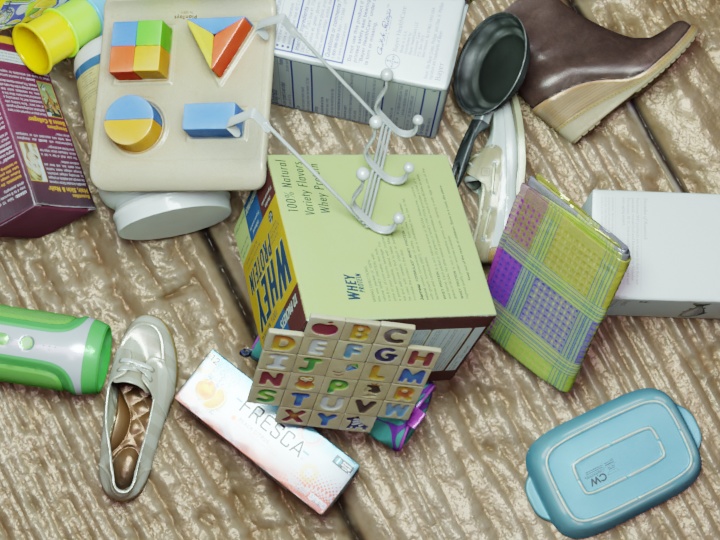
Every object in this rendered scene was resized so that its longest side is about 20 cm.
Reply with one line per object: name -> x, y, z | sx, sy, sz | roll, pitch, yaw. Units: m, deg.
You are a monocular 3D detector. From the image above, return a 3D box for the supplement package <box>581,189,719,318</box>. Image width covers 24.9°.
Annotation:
supplement package -> 0.334, -0.015, 1.723 | 0.199, 0.117, 0.118 | 2, 79, 0

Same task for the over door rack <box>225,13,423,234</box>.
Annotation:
over door rack -> -0.022, -0.146, 1.577 | 0.200, 0.067, 0.148 | 35, 46, -25

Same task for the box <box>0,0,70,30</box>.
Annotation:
box -> -0.332, -0.317, 1.737 | 0.064, 0.070, 0.200 | 49, 41, 7

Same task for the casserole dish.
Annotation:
casserole dish -> 0.270, 0.201, 1.722 | 0.200, 0.039, 0.121 | -25, 80, -4

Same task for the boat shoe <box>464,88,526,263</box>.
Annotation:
boat shoe -> 0.145, -0.104, 1.757 | 0.068, 0.075, 0.201 | -4, 73, 4

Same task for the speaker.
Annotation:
speaker -> -0.366, 0.077, 1.710 | 0.199, 0.088, 0.089 | 9, 79, 1

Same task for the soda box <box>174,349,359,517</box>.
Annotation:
soda box -> -0.097, 0.171, 1.709 | 0.200, 0.064, 0.068 | 38, 81, 5

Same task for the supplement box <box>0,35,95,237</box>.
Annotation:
supplement box -> -0.372, -0.141, 1.727 | 0.085, 0.110, 0.201 | -24, 80, 23

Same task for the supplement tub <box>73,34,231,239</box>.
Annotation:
supplement tub -> -0.216, -0.145, 1.724 | 0.144, 0.145, 0.201 | -13, 80, -3

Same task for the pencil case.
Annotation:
pencil case -> -0.021, 0.105, 1.708 | 0.200, 0.092, 0.085 | 32, 81, 4

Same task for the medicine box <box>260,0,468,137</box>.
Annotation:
medicine box -> 0.000, -0.230, 1.724 | 0.199, 0.182, 0.103 | 13, 79, 1

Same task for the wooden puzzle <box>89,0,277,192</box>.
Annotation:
wooden puzzle -> -0.180, -0.181, 1.619 | 0.185, 0.046, 0.201 | 0, 82, 14

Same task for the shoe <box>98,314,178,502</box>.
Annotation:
shoe -> -0.234, 0.143, 1.716 | 0.070, 0.053, 0.201 | 7, 80, 0

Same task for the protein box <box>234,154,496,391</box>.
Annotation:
protein box -> 0.000, 0.000, 1.648 | 0.199, 0.135, 0.199 | -2, 58, -22

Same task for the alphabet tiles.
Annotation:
alphabet tiles -> -0.018, 0.102, 1.582 | 0.166, 0.200, 0.006 | 8, 54, -10

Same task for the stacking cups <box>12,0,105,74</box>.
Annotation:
stacking cups -> -0.278, -0.281, 1.753 | 0.061, 0.061, 0.200 | 47, 57, 7

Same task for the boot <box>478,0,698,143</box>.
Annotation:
boot -> 0.251, -0.256, 1.788 | 0.200, 0.072, 0.167 | -37, 84, -3

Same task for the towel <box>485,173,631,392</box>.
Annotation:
towel -> 0.196, 0.016, 1.679 | 0.023, 0.200, 0.144 | -23, 52, -42

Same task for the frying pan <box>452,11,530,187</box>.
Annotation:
frying pan -> 0.142, -0.184, 1.731 | 0.031, 0.115, 0.191 | 17, 63, -34

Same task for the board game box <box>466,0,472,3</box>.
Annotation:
board game box -> 0.071, -0.391, 1.823 | 0.102, 0.048, 0.200 | -44, 83, -8
